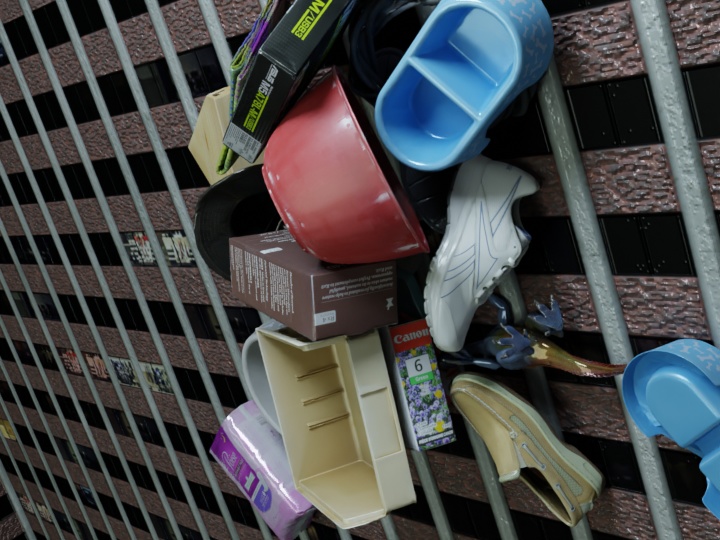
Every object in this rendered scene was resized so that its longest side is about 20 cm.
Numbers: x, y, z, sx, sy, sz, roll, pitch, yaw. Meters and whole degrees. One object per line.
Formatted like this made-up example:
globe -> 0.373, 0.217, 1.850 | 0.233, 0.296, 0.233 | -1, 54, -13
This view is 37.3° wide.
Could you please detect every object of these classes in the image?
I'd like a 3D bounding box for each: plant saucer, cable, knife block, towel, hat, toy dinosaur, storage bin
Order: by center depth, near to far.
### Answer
cable -> 0.076, -0.203, 1.011 | 0.199, 0.051, 0.164 | -14, 115, 33
toy dinosaur -> 0.149, 0.092, 1.125 | 0.200, 0.105, 0.182 | 42, 161, 9
towel -> -0.119, -0.213, 1.176 | 0.023, 0.200, 0.144 | 15, 134, 1
storage bin -> -0.027, 0.157, 1.177 | 0.198, 0.093, 0.201 | -173, 69, -71
plant saucer -> 0.000, 0.000, 1.198 | 0.200, 0.019, 0.070 | 24, 150, 45
hat -> -0.099, -0.067, 1.294 | 0.081, 0.200, 0.201 | -92, 4, -52
knife block -> -0.140, -0.118, 1.339 | 0.176, 0.064, 0.200 | 56, 152, 9

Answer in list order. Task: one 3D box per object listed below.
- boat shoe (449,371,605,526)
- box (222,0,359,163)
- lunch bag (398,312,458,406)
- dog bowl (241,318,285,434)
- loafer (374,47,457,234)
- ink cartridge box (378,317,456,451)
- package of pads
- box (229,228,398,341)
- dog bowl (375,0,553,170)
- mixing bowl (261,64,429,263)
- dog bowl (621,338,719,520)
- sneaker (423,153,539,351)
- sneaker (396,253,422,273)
boat shoe -> 0.168, 0.191, 1.127 | 0.200, 0.076, 0.072 | 39, 152, 1
box -> -0.053, -0.221, 1.033 | 0.047, 0.193, 0.200 | 36, 155, -4
lunch bag -> 0.027, 0.106, 1.295 | 0.200, 0.082, 0.176 | 46, 139, 17
dog bowl -> -0.090, 0.157, 1.491 | 0.200, 0.059, 0.201 | 31, 135, 37
loafer -> 0.065, -0.137, 1.100 | 0.072, 0.063, 0.201 | -22, 101, 13
ink cartridge box -> 0.040, 0.091, 1.162 | 0.109, 0.050, 0.201 | 170, 86, -70
package of pads -> -0.142, 0.310, 1.649 | 0.200, 0.076, 0.121 | 48, 141, 18
box -> -0.054, 0.009, 1.123 | 0.200, 0.100, 0.075 | 24, 120, 55
dog bowl -> 0.084, -0.169, 0.950 | 0.111, 0.050, 0.200 | 42, 131, 5
mixing bowl -> -0.024, -0.082, 1.023 | 0.201, 0.108, 0.200 | 61, -173, -13
dog bowl -> 0.327, 0.146, 0.966 | 0.200, 0.050, 0.112 | 50, 144, 14
sneaker -> 0.116, -0.013, 1.041 | 0.087, 0.074, 0.201 | 16, 100, 14
sneaker -> -0.008, -0.076, 1.208 | 0.084, 0.075, 0.201 | -11, 105, 49
